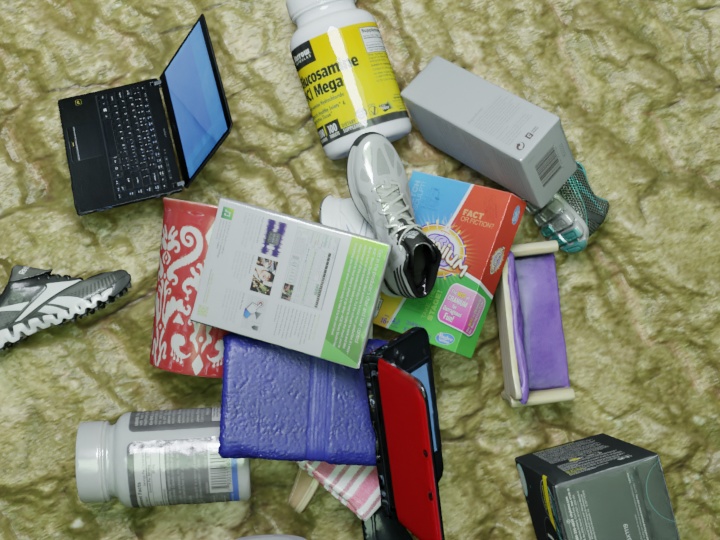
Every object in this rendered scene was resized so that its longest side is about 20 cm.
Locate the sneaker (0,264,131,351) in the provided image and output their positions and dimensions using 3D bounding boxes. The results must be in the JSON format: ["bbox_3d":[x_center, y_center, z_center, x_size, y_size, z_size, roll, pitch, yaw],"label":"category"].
[{"bbox_3d":[-0.379,0.027,1.307,0.200,0.066,0.091,-23,94,-3],"label":"sneaker"}]

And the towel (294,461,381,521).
[{"bbox_3d":[-0.019,0.182,1.294,0.200,0.030,0.146,42,74,-4],"label":"towel"}]

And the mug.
[{"bbox_3d":[-0.170,0.024,1.283,0.133,0.177,0.200,7,93,-47],"label":"mug"}]

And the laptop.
[{"bbox_3d":[-0.257,-0.183,1.270,0.200,0.103,0.177,-14,60,-6],"label":"laptop"}]

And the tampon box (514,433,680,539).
[{"bbox_3d":[0.282,0.293,1.299,0.126,0.200,0.150,-15,89,-5],"label":"tampon box"}]

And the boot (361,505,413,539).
[{"bbox_3d":[0.091,0.354,1.340,0.168,0.076,0.200,-9,97,-2],"label":"boot"}]

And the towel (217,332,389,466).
[{"bbox_3d":[-0.064,0.149,1.253,0.200,0.050,0.148,5,79,-14],"label":"towel"}]

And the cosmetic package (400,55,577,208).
[{"bbox_3d":[0.151,-0.166,1.281,0.071,0.101,0.200,-48,53,-9],"label":"cosmetic package"}]

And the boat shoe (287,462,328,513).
[{"bbox_3d":[-0.059,0.197,1.337,0.064,0.071,0.200,19,77,-1],"label":"boat shoe"}]

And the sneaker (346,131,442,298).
[{"bbox_3d":[0.050,-0.062,1.240,0.076,0.115,0.201,-18,102,-21],"label":"sneaker"}]

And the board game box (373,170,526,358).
[{"bbox_3d":[0.099,-0.011,1.321,0.153,0.040,0.200,17,86,38],"label":"board game box"}]

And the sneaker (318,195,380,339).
[{"bbox_3d":[0.000,0.000,1.319,0.087,0.075,0.200,-7,80,8],"label":"sneaker"}]

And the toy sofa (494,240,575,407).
[{"bbox_3d":[0.214,0.066,1.348,0.083,0.098,0.200,-6,89,-5],"label":"toy sofa"}]

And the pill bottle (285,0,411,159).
[{"bbox_3d":[-0.020,-0.245,1.323,0.112,0.112,0.200,-19,91,-5],"label":"pill bottle"}]

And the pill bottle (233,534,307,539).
[{"bbox_3d":[-0.110,0.428,1.304,0.111,0.111,0.200,-2,89,-5],"label":"pill bottle"}]

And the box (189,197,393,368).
[{"bbox_3d":[-0.077,0.013,1.206,0.200,0.036,0.144,16,97,8],"label":"box"}]

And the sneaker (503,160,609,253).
[{"bbox_3d":[0.238,-0.120,1.376,0.091,0.078,0.200,-36,90,-28],"label":"sneaker"}]

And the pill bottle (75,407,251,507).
[{"bbox_3d":[-0.233,0.223,1.295,0.200,0.114,0.114,-2,89,-5],"label":"pill bottle"}]

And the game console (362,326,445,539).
[{"bbox_3d":[0.077,0.182,1.205,0.119,0.172,0.200,4,108,35],"label":"game console"}]
